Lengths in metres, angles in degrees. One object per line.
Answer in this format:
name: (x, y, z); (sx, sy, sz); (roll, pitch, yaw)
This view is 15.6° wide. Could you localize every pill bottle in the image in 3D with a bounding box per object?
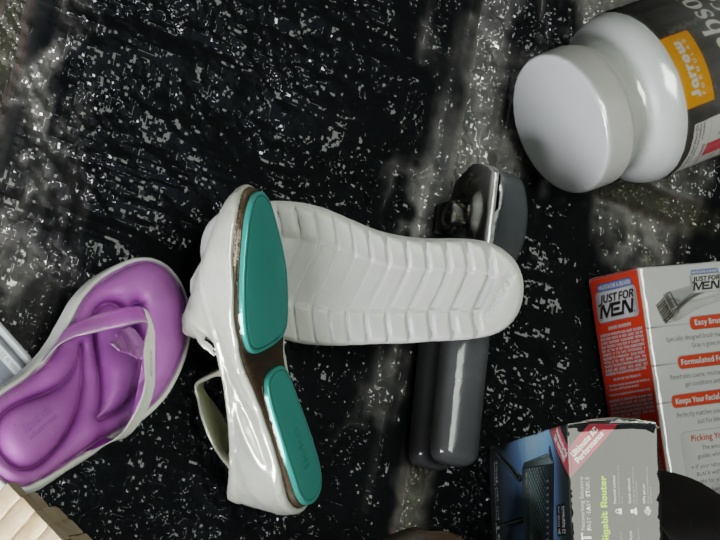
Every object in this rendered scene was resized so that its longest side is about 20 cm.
pill bottle: (0.206, -0.126, 1.750); (0.199, 0.116, 0.117); (-22, 93, -33)

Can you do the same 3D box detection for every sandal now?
sandal: (-0.002, 0.007, 1.621); (0.201, 0.050, 0.083); (11, 93, -9)
sandal: (-0.150, 0.062, 1.511); (0.083, 0.050, 0.203); (52, 46, -13)

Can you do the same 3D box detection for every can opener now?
can opener: (0.076, 0.030, 1.677); (0.066, 0.053, 0.202); (13, 76, -28)

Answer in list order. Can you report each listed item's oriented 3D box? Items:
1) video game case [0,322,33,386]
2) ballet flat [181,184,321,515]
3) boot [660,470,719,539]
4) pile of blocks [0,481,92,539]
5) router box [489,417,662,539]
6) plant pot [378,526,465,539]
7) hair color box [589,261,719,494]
video game case: (-0.276, 0.075, 1.468); (0.200, 0.023, 0.182); (50, 60, -14)
ballet flat: (-0.074, 0.051, 1.560); (0.069, 0.069, 0.201); (-17, 102, -33)
boot: (0.192, 0.247, 1.638); (0.068, 0.188, 0.201); (-2, 125, -33)
pile of blocks: (-0.204, 0.216, 1.466); (0.062, 0.082, 0.201); (6, 102, -72)
router box: (0.133, 0.198, 1.620); (0.062, 0.150, 0.202); (1, 80, -15)
plant pot: (-0.008, 0.253, 1.511); (0.198, 0.200, 0.201); (-23, 93, -40)
hair color box: (0.225, 0.096, 1.752); (0.110, 0.064, 0.202); (-4, 85, -31)
